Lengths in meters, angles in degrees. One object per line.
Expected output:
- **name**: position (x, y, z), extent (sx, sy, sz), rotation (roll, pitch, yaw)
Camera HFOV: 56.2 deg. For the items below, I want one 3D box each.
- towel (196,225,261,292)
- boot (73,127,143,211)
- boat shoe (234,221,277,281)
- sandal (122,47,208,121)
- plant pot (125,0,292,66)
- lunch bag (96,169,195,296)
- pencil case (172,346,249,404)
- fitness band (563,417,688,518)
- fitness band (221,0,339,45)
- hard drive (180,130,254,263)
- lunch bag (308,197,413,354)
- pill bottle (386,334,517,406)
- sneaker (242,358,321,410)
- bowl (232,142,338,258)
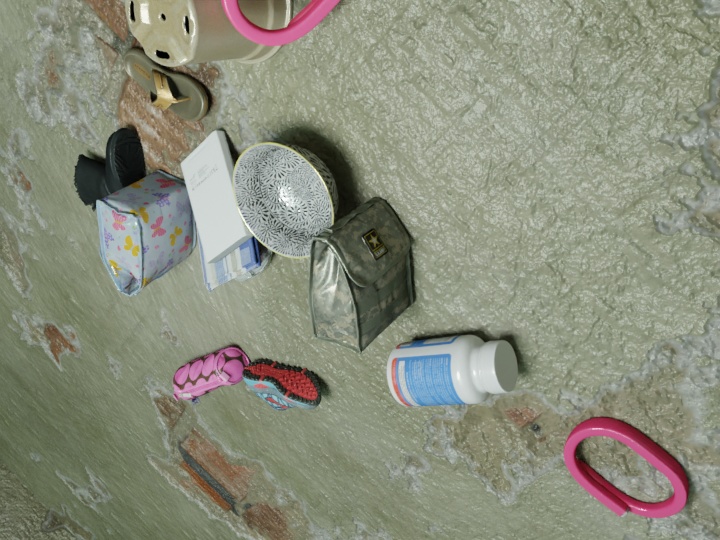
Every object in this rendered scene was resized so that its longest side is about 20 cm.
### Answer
- **towel**: position (-0.249, -0.052, 1.261), extent (0.199, 0.024, 0.148), rotation (-22, 76, 49)
- **boot**: position (-0.515, -0.203, 1.370), extent (0.162, 0.073, 0.200), rotation (19, 126, 28)
- **boat shoe**: position (-0.197, -0.039, 1.257), extent (0.075, 0.065, 0.202), rotation (50, 132, -2)
- **sandal**: position (-0.355, -0.325, 1.197), extent (0.199, 0.054, 0.081), rotation (35, 131, 11)
- **plant pot**: position (-0.232, -0.386, 0.992), extent (0.199, 0.183, 0.202), rotation (16, 125, 24)
- **lunch bag**: position (-0.415, -0.068, 1.315), extent (0.126, 0.170, 0.201), rotation (21, 127, 20)
- **pencil case**: position (-0.336, 0.234, 1.496), extent (0.199, 0.094, 0.091), rotation (-27, 100, 40)
- **fitness band**: position (0.422, 0.321, 1.081), extent (0.200, 0.037, 0.144), rotation (38, 131, 8)
- **fitness band**: position (-0.097, -0.398, 0.907), extent (0.200, 0.038, 0.143), rotation (-42, 131, 12)
- **hard drive**: position (-0.261, -0.130, 1.217), extent (0.132, 0.027, 0.201), rotation (-28, 74, 41)
- **lunch bag**: position (0.000, 0.000, 1.083), extent (0.117, 0.164, 0.201), rotation (14, 125, 32)
- **pill bottle**: position (0.152, 0.166, 1.117), extent (0.199, 0.112, 0.113), rotation (-11, 111, 39)
- **sneaker**: position (-0.154, 0.251, 1.408), extent (0.199, 0.079, 0.096), rotation (16, 135, 36)
- **bowl**: position (-0.106, -0.130, 1.122), extent (0.199, 0.094, 0.202), rotation (17, 125, 26)
